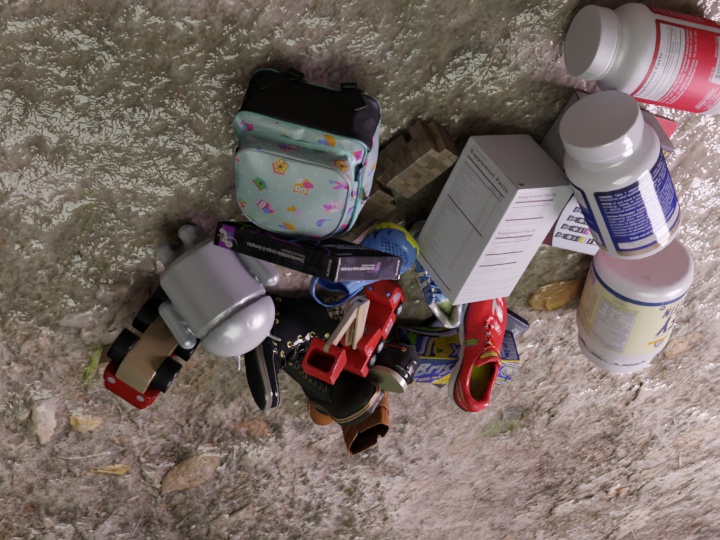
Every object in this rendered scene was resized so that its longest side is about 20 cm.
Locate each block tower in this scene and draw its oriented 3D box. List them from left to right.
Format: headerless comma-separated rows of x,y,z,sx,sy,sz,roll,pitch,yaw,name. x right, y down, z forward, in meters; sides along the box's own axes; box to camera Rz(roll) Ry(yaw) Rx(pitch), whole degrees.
0.033,-0.118,1.284,0.200,0.058,0.054,-38,143,24,block tower

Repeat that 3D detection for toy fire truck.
-0.319,0.124,1.407,0.129,0.176,0.200,33,134,-3,toy fire truck
-0.004,0.083,1.390,0.049,0.200,0.141,21,159,21,toy fire truck

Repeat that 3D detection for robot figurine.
-0.192,0.033,1.309,0.169,0.200,0.113,-36,175,13,robot figurine

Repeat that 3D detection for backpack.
-0.069,-0.124,1.188,0.175,0.154,0.200,12,150,3,backpack

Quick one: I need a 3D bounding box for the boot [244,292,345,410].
-0.090,0.109,1.403,0.153,0.204,0.074,1,137,-18,boot

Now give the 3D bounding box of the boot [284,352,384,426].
-0.062,0.162,1.472,0.138,0.078,0.200,47,154,-19,boot

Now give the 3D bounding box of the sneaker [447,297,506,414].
0.192,0.120,1.471,0.077,0.201,0.085,11,178,-16,sneaker

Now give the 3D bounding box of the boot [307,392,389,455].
-0.017,0.239,1.584,0.077,0.155,0.200,25,127,-32,boot

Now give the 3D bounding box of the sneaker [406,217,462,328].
0.118,0.003,1.417,0.076,0.077,0.200,-17,134,10,sneaker

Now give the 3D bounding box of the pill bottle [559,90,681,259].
0.314,-0.115,1.179,0.116,0.116,0.200,-23,135,13,pill bottle

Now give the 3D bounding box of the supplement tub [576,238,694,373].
0.409,0.047,1.469,0.145,0.145,0.200,-4,137,-6,supplement tub

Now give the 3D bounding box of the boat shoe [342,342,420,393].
0.009,0.140,1.501,0.201,0.063,0.074,5,141,46,boat shoe

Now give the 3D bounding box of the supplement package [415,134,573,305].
0.172,-0.067,1.278,0.109,0.114,0.200,-7,139,-36,supplement package

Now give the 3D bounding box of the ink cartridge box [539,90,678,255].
0.324,-0.124,1.316,0.175,0.084,0.200,10,133,-21,ink cartridge box

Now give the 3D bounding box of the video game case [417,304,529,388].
0.156,0.114,1.585,0.143,0.019,0.200,30,123,-35,video game case

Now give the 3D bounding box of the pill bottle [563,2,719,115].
0.352,-0.256,1.160,0.200,0.112,0.112,7,134,-17,pill bottle

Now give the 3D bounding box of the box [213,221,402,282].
-0.066,-0.026,1.234,0.143,0.200,0.036,-2,107,-56,box

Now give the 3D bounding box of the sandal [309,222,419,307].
0.000,0.000,1.337,0.080,0.087,0.200,48,136,-15,sandal

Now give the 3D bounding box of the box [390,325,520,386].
0.147,0.138,1.549,0.200,0.064,0.070,4,135,-14,box
